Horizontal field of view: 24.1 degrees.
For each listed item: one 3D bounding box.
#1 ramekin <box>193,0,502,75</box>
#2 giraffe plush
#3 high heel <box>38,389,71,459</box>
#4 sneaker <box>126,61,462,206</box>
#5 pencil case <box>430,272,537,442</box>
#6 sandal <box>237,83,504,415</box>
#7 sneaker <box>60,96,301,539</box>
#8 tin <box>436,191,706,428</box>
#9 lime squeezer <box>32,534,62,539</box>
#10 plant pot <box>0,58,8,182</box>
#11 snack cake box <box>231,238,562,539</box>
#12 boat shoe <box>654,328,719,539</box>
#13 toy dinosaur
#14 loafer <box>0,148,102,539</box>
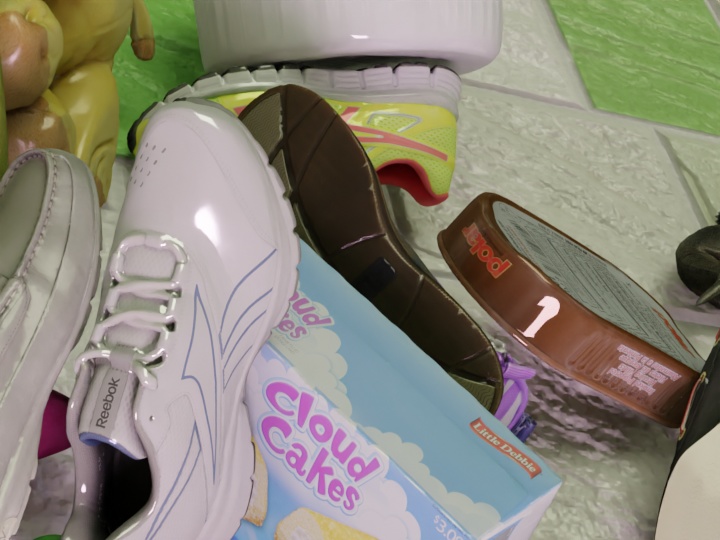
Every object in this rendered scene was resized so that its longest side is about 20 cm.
[{"bbox_3d":[-0.007,-0.166,1.008,0.200,0.200,0.098,-4,89,-34],"label":"ramekin"},{"bbox_3d":[-0.212,-0.136,0.899,0.161,0.173,0.201,6,48,10],"label":"giraffe plush"},{"bbox_3d":[-0.197,0.098,0.693,0.199,0.067,0.097,-2,67,-34],"label":"high heel"},{"bbox_3d":[-0.033,-0.068,0.969,0.199,0.078,0.091,-4,83,-11],"label":"sneaker"},{"bbox_3d":[0.006,0.016,0.875,0.084,0.086,0.200,-5,44,-46],"label":"pencil case"},{"bbox_3d":[0.000,0.000,0.817,0.200,0.082,0.055,50,1,16],"label":"sandal"},{"bbox_3d":[-0.077,0.031,0.681,0.074,0.201,0.087,9,11,23],"label":"sneaker"},{"bbox_3d":[0.121,0.022,0.910,0.200,0.042,0.112,27,26,-44],"label":"tin"},{"bbox_3d":[-0.144,0.144,0.681,0.199,0.038,0.071,-1,75,-32],"label":"lime squeezer"},{"bbox_3d":[-0.229,-0.062,0.736,0.186,0.201,0.188,16,36,-12],"label":"plant pot"},{"bbox_3d":[-0.020,0.077,0.757,0.200,0.115,0.067,42,42,22],"label":"snack cake box"},{"bbox_3d":[0.200,0.092,0.869,0.073,0.063,0.202,24,69,4],"label":"boat shoe"},{"bbox_3d":[0.241,0.000,1.063,0.102,0.077,0.200,31,40,29],"label":"toy dinosaur"},{"bbox_3d":[-0.154,0.030,0.669,0.070,0.070,0.201,34,50,-32],"label":"loafer"}]
